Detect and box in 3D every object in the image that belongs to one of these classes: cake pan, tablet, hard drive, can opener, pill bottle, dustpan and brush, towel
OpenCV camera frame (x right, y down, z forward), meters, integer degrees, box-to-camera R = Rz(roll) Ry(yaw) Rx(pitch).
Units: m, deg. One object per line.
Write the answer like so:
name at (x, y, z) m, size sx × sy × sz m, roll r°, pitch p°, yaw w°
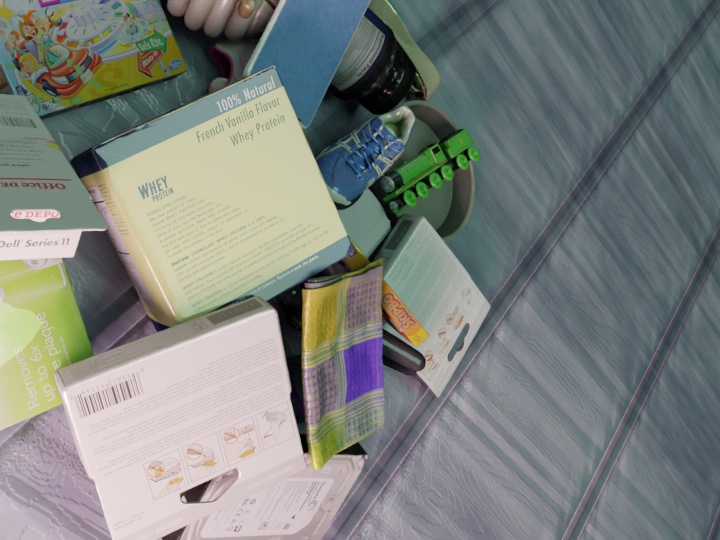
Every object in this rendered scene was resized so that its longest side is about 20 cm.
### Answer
cake pan at (0.086, -0.136, 1.211) m, size 0.199 × 0.037 × 0.203 m, roll 9°, pitch 77°, yaw -43°
tablet at (-0.052, -0.272, 0.959) m, size 0.130 × 0.014 × 0.202 m, roll 34°, pitch 80°, yaw -57°
hard drive at (-0.097, 0.238, 0.916) m, size 0.199 × 0.038 × 0.141 m, roll 14°, pitch 112°, yaw -44°
can opener at (-0.011, 0.066, 1.018) m, size 0.199 × 0.063 × 0.079 m, roll 31°, pitch 78°, yaw 1°
pill bottle at (-0.026, -0.285, 1.075) m, size 0.199 × 0.111 × 0.113 m, roll 33°, pitch 62°, yaw -36°
dustpan and brush at (-0.051, -0.097, 1.069) m, size 0.140 × 0.057 × 0.201 m, roll -50°, pitch 124°, yaw -39°
towel at (-0.014, 0.094, 0.906) m, size 0.143 × 0.023 × 0.202 m, roll -14°, pitch 107°, yaw -57°

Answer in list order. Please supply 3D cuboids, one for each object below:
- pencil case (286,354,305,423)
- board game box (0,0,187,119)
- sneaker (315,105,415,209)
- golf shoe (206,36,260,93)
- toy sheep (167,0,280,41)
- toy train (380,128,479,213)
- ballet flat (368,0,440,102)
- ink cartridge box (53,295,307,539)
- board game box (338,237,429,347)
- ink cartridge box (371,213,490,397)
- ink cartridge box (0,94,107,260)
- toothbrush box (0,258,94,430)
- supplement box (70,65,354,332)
pencil case at (-0.084, 0.144, 0.966) m, size 0.199 × 0.085 × 0.093 m, roll -9°, pitch 77°, yaw -45°
board game box at (-0.284, -0.238, 0.869) m, size 0.199 × 0.034 × 0.136 m, roll -32°, pitch 105°, yaw -42°
sneaker at (0.003, -0.144, 1.042) m, size 0.076 × 0.077 × 0.200 m, roll 42°, pitch 43°, yaw -4°
golf shoe at (-0.135, -0.173, 0.990) m, size 0.091 × 0.075 × 0.202 m, roll 2°, pitch 79°, yaw -28°
toy sheep at (-0.151, -0.316, 0.937) m, size 0.199 × 0.138 × 0.139 m, roll 34°, pitch 59°, yaw -14°
toy train at (0.095, -0.138, 1.168) m, size 0.200 × 0.042 × 0.057 m, roll -36°, pitch 98°, yaw -41°
ballet flat at (0.040, -0.309, 1.181) m, size 0.200 × 0.069 × 0.070 m, roll 43°, pitch 56°, yaw -31°
ink cartridge box at (-0.157, 0.140, 0.790) m, size 0.198 × 0.045 × 0.178 m, roll -20°, pitch 115°, yaw -25°
board game box at (0.000, 0.000, 1.000) m, size 0.030 × 0.095 × 0.201 m, roll -39°, pitch 110°, yaw -6°
ink cartridge box at (0.081, 0.049, 1.154) m, size 0.200 × 0.047 × 0.161 m, roll 48°, pitch 65°, yaw -36°
ink cartridge box at (-0.306, -0.070, 0.717) m, size 0.116 × 0.068 × 0.200 m, roll -4°, pitch 42°, yaw -44°
toothbrush box at (-0.342, 0.068, 0.727) m, size 0.199 × 0.086 × 0.147 m, roll -22°, pitch 98°, yaw -43°
supplement box at (-0.149, -0.066, 0.865) m, size 0.199 × 0.134 × 0.201 m, roll -30°, pitch 105°, yaw -23°
